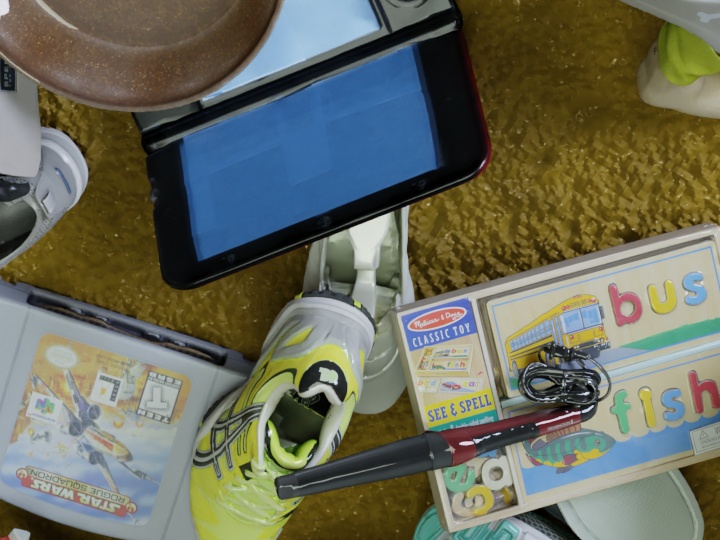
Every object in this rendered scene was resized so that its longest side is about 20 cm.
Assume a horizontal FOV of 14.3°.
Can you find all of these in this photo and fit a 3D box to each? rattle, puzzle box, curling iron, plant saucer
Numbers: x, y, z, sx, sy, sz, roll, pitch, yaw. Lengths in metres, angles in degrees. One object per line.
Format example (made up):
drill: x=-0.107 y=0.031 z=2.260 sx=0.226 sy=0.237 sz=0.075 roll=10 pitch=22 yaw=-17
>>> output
rattle: x=0.251 y=-0.152 z=1.600 sx=0.199 sy=0.143 sz=0.130 roll=-3 pitch=145 yaw=-11
puzzle box: x=0.126 y=0.060 z=1.650 sx=0.199 sy=0.025 sz=0.134 roll=-16 pitch=97 yaw=-9
curling iron: x=0.046 y=0.090 z=1.612 sx=0.199 sy=0.026 sz=0.050 roll=-21 pitch=89 yaw=-7
plant saucer: x=-0.128 y=-0.183 z=1.521 sx=0.199 sy=0.037 sz=0.201 roll=7 pitch=118 yaw=14

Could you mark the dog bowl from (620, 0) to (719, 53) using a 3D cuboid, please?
dog bowl: x=0.192 y=-0.217 z=1.507 sx=0.199 sy=0.059 sz=0.201 roll=-2 pitch=78 yaw=11

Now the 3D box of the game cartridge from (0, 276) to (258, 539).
game cartridge: x=-0.157 y=0.090 z=1.722 sx=0.199 sy=0.042 sz=0.134 roll=17 pitch=108 yaw=-3

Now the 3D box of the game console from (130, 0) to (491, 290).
game console: x=-0.047 y=-0.114 z=1.587 sx=0.199 sy=0.119 sz=0.173 roll=-21 pitch=109 yaw=11

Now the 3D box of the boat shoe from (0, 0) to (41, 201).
boat shoe: x=-0.228 y=-0.139 z=1.608 sx=0.092 sy=0.075 sz=0.201 roll=0 pitch=84 yaw=38

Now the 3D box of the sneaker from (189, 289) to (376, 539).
sneaker: x=-0.055 y=0.102 z=1.650 sx=0.075 sy=0.077 sz=0.201 roll=20 pitch=126 yaw=-6

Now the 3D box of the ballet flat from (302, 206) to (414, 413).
ballet flat: x=0.000 y=0.000 z=1.658 sx=0.069 sy=0.070 sz=0.201 roll=4 pitch=112 yaw=2

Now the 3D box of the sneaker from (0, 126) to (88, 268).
sneaker: x=-0.254 y=-0.018 z=1.658 sx=0.199 sy=0.082 sz=0.075 roll=-30 pitch=107 yaw=15

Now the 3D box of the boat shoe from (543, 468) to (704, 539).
boat shoe: x=0.117 y=0.106 z=1.698 sx=0.200 sy=0.060 sz=0.076 roll=42 pitch=81 yaw=-11

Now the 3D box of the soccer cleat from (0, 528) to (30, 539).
soccer cleat: x=-0.176 y=0.208 z=1.723 sx=0.199 sy=0.069 sz=0.085 roll=9 pitch=129 yaw=-34

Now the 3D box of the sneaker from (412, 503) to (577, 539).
sneaker: x=0.127 y=0.188 z=1.709 sx=0.200 sy=0.091 sz=0.078 roll=36 pitch=106 yaw=-1
